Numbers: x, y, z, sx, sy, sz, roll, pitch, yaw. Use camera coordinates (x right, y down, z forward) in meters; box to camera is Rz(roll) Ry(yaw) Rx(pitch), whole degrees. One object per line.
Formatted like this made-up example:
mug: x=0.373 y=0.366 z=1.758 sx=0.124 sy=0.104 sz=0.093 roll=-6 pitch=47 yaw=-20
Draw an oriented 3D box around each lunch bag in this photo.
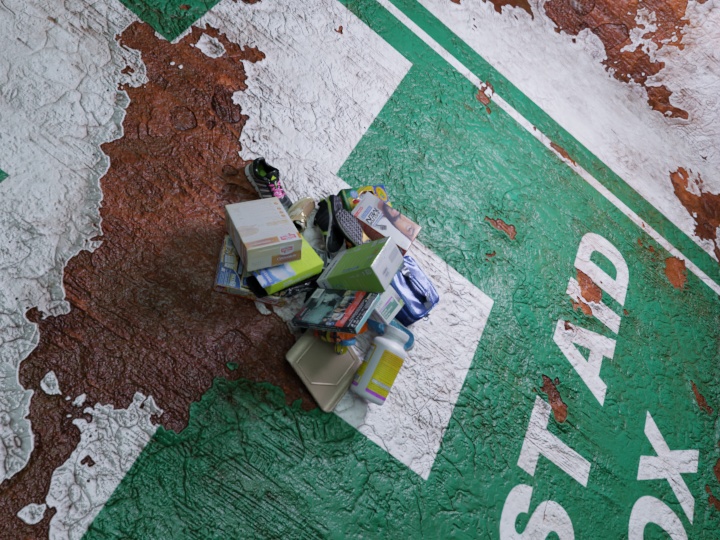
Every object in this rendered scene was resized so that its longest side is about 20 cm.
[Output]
lunch bag: x=0.138 y=0.069 z=1.716 sx=0.135 sy=0.132 sz=0.201 roll=-35 pitch=85 yaw=-35

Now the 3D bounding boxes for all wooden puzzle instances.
wooden puzzle: x=-0.095 y=0.245 z=1.543 sx=0.185 sy=0.037 sz=0.202 roll=-48 pitch=112 yaw=-36

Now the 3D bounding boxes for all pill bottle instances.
pill bottle: x=0.058 y=0.253 z=1.561 sx=0.103 sy=0.104 sz=0.203 roll=29 pitch=82 yaw=-12

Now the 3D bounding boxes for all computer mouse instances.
computer mouse: x=-0.112 y=-0.024 z=1.682 sx=0.196 sy=0.044 sz=0.112 roll=17 pitch=57 yaw=-23

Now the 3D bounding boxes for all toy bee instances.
toy bee: x=-0.062 y=0.151 z=1.508 sx=0.106 sy=0.199 sz=0.134 roll=7 pitch=82 yaw=22

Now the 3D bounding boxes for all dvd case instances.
dvd case: x=-0.063 y=0.100 z=1.472 sx=0.147 sy=0.196 sz=0.022 roll=-53 pitch=137 yaw=-44

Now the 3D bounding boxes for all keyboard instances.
keyboard: x=-0.205 y=0.039 z=1.559 sx=0.197 sy=0.040 sz=0.105 roll=-18 pitch=55 yaw=-32

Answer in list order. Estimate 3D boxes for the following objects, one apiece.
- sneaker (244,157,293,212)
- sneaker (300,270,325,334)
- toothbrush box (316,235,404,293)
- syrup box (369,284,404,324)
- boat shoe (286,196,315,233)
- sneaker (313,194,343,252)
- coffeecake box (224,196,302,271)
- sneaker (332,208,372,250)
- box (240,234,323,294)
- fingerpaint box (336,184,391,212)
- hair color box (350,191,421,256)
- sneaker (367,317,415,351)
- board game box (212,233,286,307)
sneaker: x=-0.260 y=-0.248 z=1.681 sx=0.073 sy=0.087 sz=0.201 roll=-35 pitch=86 yaw=-35
sneaker: x=-0.111 y=0.104 z=1.612 sx=0.082 sy=0.071 sz=0.204 roll=24 pitch=67 yaw=-28
toothbrush box: x=0.000 y=0.000 z=1.564 sx=0.087 sy=0.197 sz=0.146 roll=58 pitch=40 yaw=-22
syrup box: x=0.027 y=0.081 z=1.594 sx=0.079 sy=0.199 sz=0.082 roll=-48 pitch=117 yaw=-16
boat shoe: x=-0.188 y=-0.135 z=1.665 sx=0.066 sy=0.075 sz=0.201 roll=26 pitch=60 yaw=26
sneaker: x=-0.099 y=-0.134 z=1.716 sx=0.072 sy=0.081 sz=0.204 roll=48 pitch=34 yaw=-47
coffeecake box: x=-0.259 y=-0.101 z=1.525 sx=0.150 sy=0.074 sz=0.201 roll=-12 pitch=44 yaw=-24
sneaker: x=-0.024 y=-0.082 z=1.663 sx=0.200 sy=0.089 sz=0.070 roll=47 pitch=45 yaw=-14
box: x=-0.211 y=-0.016 z=1.545 sx=0.198 sy=0.048 sz=0.122 roll=-24 pitch=60 yaw=-35
fingerpaint box: x=0.026 y=-0.158 z=1.800 sx=0.164 sy=0.073 sz=0.204 roll=-9 pitch=72 yaw=-31
hair color box: x=0.069 y=-0.132 z=1.706 sx=0.198 sy=0.064 sz=0.112 roll=34 pitch=54 yaw=3
sneaker: x=0.077 y=0.163 z=1.676 sx=0.076 sy=0.081 sz=0.200 roll=-43 pitch=69 yaw=-7
board game box: x=-0.291 y=0.001 z=1.571 sx=0.196 sy=0.046 sz=0.155 roll=16 pitch=60 yaw=-21
